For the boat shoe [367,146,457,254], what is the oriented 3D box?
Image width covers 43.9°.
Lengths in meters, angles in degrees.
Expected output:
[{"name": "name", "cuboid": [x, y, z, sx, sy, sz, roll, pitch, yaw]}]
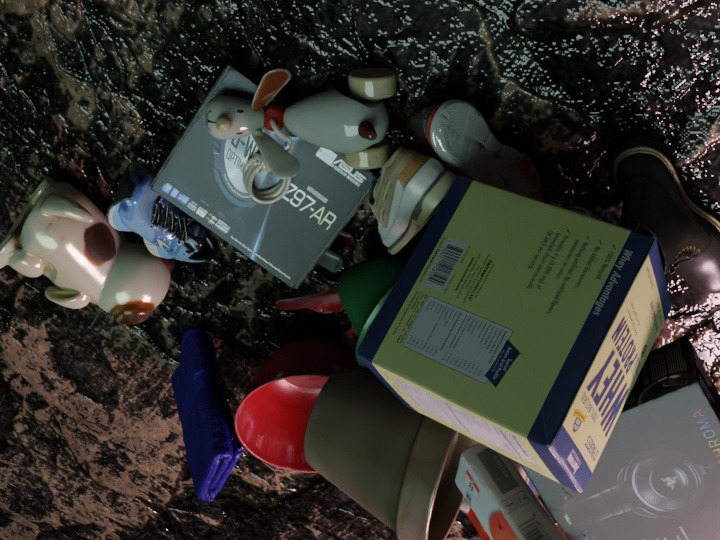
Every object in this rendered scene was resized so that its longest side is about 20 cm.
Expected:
[{"name": "boat shoe", "cuboid": [0.046, -0.076, 0.931, 0.068, 0.075, 0.200, 41, 162, 2]}]

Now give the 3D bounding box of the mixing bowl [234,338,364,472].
[{"name": "mixing bowl", "cuboid": [-0.064, 0.165, 1.182, 0.196, 0.109, 0.202, -1, 132, -1]}]

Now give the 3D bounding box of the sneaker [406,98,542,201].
[{"name": "sneaker", "cuboid": [0.118, -0.104, 0.924, 0.081, 0.077, 0.200, 19, 155, 53]}]

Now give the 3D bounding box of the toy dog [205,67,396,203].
[{"name": "toy dog", "cuboid": [-0.052, -0.140, 0.877, 0.197, 0.097, 0.133, -20, 110, 7]}]

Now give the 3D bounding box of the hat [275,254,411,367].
[{"name": "hat", "cuboid": [0.000, 0.000, 1.047, 0.176, 0.200, 0.166, 44, 172, 27]}]

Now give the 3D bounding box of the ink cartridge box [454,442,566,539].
[{"name": "ink cartridge box", "cuboid": [0.153, 0.293, 0.952, 0.050, 0.163, 0.201, -20, 145, -21]}]

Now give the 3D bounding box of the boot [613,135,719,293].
[{"name": "boot", "cuboid": [0.303, -0.014, 0.872, 0.077, 0.139, 0.200, -29, 118, 38]}]

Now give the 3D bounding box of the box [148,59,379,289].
[{"name": "box", "cuboid": [-0.103, -0.101, 0.967, 0.199, 0.044, 0.161, 36, 106, -13]}]

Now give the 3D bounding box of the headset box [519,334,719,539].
[{"name": "headset box", "cuboid": [0.268, 0.192, 0.869, 0.198, 0.093, 0.175, -27, 102, 24]}]

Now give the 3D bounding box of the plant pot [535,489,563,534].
[{"name": "plant pot", "cuboid": [0.303, 0.200, 1.016, 0.197, 0.184, 0.203, 5, 113, 12]}]

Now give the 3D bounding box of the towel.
[{"name": "towel", "cuboid": [-0.215, 0.199, 1.240, 0.049, 0.202, 0.148, -4, 145, -24]}]

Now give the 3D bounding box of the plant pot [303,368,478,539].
[{"name": "plant pot", "cuboid": [0.036, 0.194, 1.016, 0.171, 0.201, 0.202, 18, 136, 19]}]

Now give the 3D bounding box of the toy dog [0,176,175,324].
[{"name": "toy dog", "cuboid": [-0.328, -0.022, 1.115, 0.199, 0.141, 0.193, 37, 137, -25]}]

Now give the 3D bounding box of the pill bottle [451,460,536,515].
[{"name": "pill bottle", "cuboid": [0.177, 0.276, 1.169, 0.114, 0.118, 0.200, -2, 154, 22]}]

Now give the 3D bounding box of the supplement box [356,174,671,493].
[{"name": "supplement box", "cuboid": [0.142, 0.054, 0.808, 0.198, 0.202, 0.134, 22, 165, 34]}]

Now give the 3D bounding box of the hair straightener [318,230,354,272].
[{"name": "hair straightener", "cuboid": [-0.107, -0.050, 1.036, 0.198, 0.078, 0.041, 29, 145, -7]}]

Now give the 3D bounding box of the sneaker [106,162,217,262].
[{"name": "sneaker", "cuboid": [-0.218, -0.061, 1.028, 0.089, 0.079, 0.200, 18, 170, 16]}]
